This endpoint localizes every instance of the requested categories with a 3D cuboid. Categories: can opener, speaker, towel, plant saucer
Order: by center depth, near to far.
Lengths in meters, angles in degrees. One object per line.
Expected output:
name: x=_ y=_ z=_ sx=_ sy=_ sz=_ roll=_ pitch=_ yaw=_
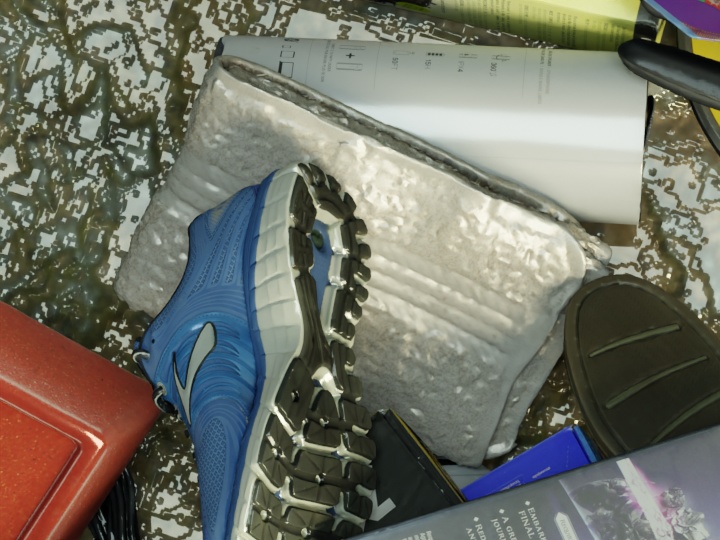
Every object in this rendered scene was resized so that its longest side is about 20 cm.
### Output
can opener: x=0.211 y=-0.077 z=1.281 sx=0.200 sy=0.079 sz=0.063 roll=27 pitch=99 yaw=1
plant saucer: x=-0.219 y=0.095 z=1.288 sx=0.200 sy=0.037 sz=0.200 roll=30 pitch=102 yaw=-17
towel: x=0.000 y=0.000 z=1.301 sx=0.200 sy=0.034 sz=0.133 roll=24 pitch=116 yaw=-6
speaker: x=0.033 y=-0.065 z=1.330 sx=0.199 sy=0.081 sz=0.081 roll=2 pitch=83 yaw=4

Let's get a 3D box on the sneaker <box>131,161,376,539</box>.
sneaker: x=-0.047 y=0.056 z=1.230 sx=0.089 sy=0.079 sz=0.200 roll=-16 pitch=57 yaw=33

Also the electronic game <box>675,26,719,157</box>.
electronic game: x=0.245 y=-0.112 z=1.340 sx=0.199 sy=0.042 sz=0.201 roll=-1 pitch=83 yaw=4

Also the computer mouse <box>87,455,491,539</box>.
computer mouse: x=-0.028 y=0.123 z=1.330 sx=0.200 sy=0.044 sz=0.110 roll=-9 pitch=81 yaw=3

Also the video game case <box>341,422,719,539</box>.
video game case: x=0.102 y=0.144 z=1.167 sx=0.200 sy=0.019 sz=0.143 roll=-16 pitch=58 yaw=-12

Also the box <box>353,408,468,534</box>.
box: x=-0.015 y=0.181 z=1.225 sx=0.200 sy=0.049 sz=0.160 roll=-39 pitch=60 yaw=3

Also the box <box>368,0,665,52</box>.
box: x=0.045 y=-0.146 z=1.343 sx=0.200 sy=0.075 sz=0.050 roll=13 pitch=82 yaw=7

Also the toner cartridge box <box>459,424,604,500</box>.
toner cartridge box: x=0.034 y=0.159 z=1.266 sx=0.200 sy=0.043 sz=0.095 roll=-31 pitch=63 yaw=8

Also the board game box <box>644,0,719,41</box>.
board game box: x=0.165 y=-0.183 z=1.295 sx=0.158 sy=0.039 sz=0.200 roll=-31 pitch=56 yaw=-25

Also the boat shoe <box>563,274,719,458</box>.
boat shoe: x=0.145 y=0.094 z=1.252 sx=0.072 sy=0.068 sz=0.200 roll=-23 pitch=62 yaw=-13
